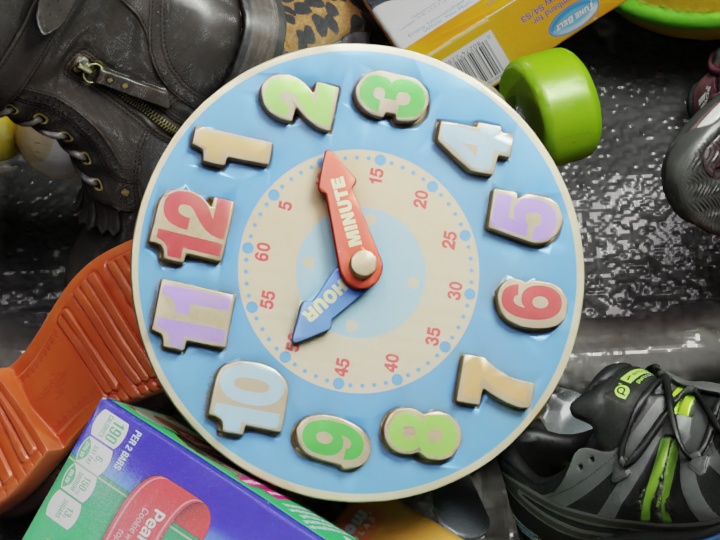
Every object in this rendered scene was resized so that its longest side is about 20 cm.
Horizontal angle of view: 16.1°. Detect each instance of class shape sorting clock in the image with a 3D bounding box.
[{"bbox_3d":[0.000,0.000,1.104,0.200,0.039,0.200,1,83,-5],"label":"shape sorting clock"}]

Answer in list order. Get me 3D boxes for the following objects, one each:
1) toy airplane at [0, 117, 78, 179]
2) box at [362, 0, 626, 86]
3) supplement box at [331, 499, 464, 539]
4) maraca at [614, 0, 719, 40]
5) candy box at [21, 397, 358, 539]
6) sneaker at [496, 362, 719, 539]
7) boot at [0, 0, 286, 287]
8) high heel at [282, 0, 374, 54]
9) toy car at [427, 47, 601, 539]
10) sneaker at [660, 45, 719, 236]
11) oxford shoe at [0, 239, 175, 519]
[{"bbox_3d":[-0.181,-0.102,1.246,0.141,0.199,0.200,29,63,5],"label":"toy airplane"},{"bbox_3d":[0.056,-0.162,1.302,0.119,0.042,0.200,-33,30,3],"label":"box"},{"bbox_3d":[0.064,0.178,1.127,0.200,0.069,0.067,28,62,23],"label":"supplement box"},{"bbox_3d":[0.205,-0.183,1.319,0.200,0.107,0.137,-13,56,-3],"label":"maraca"},{"bbox_3d":[-0.062,0.178,1.091,0.200,0.077,0.169,30,94,20],"label":"candy box"},{"bbox_3d":[0.133,0.075,1.077,0.071,0.199,0.083,-36,100,-47],"label":"sneaker"},{"bbox_3d":[-0.144,-0.077,1.138,0.174,0.200,0.069,13,28,-31],"label":"boot"},{"bbox_3d":[-0.076,-0.115,1.276,0.200,0.071,0.143,13,44,-32],"label":"high heel"},{"bbox_3d":[0.049,0.023,1.187,0.164,0.158,0.200,-17,69,-18],"label":"toy car"},{"bbox_3d":[0.189,-0.069,1.251,0.200,0.076,0.115,-24,20,-38],"label":"sneaker"},{"bbox_3d":[-0.109,0.044,1.176,0.200,0.073,0.071,-36,66,15],"label":"oxford shoe"}]
